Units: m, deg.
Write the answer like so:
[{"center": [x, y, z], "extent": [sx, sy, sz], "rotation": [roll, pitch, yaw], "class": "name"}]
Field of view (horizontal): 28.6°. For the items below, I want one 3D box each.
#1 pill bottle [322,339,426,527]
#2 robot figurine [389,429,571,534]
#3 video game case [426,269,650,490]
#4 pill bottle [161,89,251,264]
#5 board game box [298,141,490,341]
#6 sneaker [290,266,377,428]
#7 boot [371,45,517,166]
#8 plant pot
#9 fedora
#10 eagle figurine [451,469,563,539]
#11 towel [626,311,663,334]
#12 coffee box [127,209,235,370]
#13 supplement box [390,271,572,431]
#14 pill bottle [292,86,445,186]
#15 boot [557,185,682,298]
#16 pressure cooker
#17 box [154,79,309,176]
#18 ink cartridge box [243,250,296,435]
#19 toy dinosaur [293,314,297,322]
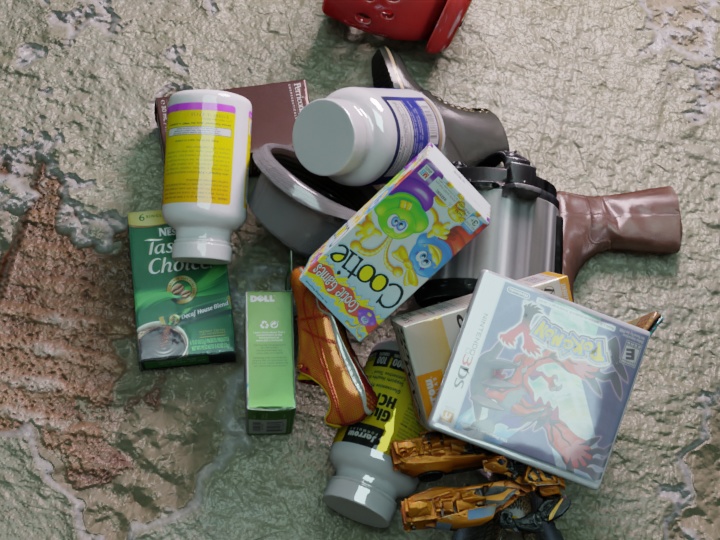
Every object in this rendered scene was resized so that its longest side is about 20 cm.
[{"center": [0.031, 0.192, 1.656], "extent": [0.112, 0.113, 0.201], "rotation": [21, 67, 4], "class": "pill bottle"}, {"center": [0.138, 0.224, 1.561], "extent": [0.199, 0.058, 0.146], "rotation": [-8, 61, -5], "class": "robot figurine"}, {"center": [0.194, 0.118, 1.531], "extent": [0.199, 0.023, 0.183], "rotation": [21, 83, -3], "class": "video game case"}, {"center": [-0.187, -0.111, 1.709], "extent": [0.104, 0.104, 0.201], "rotation": [3, 84, -3], "class": "pill bottle"}, {"center": [0.040, -0.033, 1.597], "extent": [0.200, 0.103, 0.105], "rotation": [-43, 97, 14], "class": "board game box"}, {"center": [-0.049, 0.086, 1.626], "extent": [0.077, 0.073, 0.201], "rotation": [-25, 66, 8], "class": "sneaker"}, {"center": [0.107, -0.214, 1.863], "extent": [0.138, 0.077, 0.201], "rotation": [-20, 83, -17], "class": "boot"}, {"center": [0.066, -0.395, 1.867], "extent": [0.182, 0.201, 0.201], "rotation": [27, 67, -2], "class": "plant pot"}, {"center": [-0.060, -0.075, 1.729], "extent": [0.177, 0.199, 0.091], "rotation": [45, 111, 37], "class": "fedora"}, {"center": [0.178, 0.297, 1.635], "extent": [0.151, 0.150, 0.201], "rotation": [5, 97, 40], "class": "eagle figurine"}, {"center": [0.271, 0.123, 1.663], "extent": [0.022, 0.200, 0.147], "rotation": [40, 69, -5], "class": "towel"}, {"center": [-0.222, 0.019, 1.745], "extent": [0.122, 0.044, 0.201], "rotation": [-4, 68, -6], "class": "coffee box"}, {"center": [0.147, 0.089, 1.587], "extent": [0.199, 0.074, 0.127], "rotation": [-17, 98, -9], "class": "supplement box"}, {"center": [0.008, -0.163, 1.723], "extent": [0.119, 0.200, 0.121], "rotation": [3, 97, 32], "class": "pill bottle"}, {"center": [0.330, -0.024, 1.805], "extent": [0.199, 0.064, 0.188], "rotation": [0, 69, -10], "class": "boot"}, {"center": [0.156, -0.045, 1.719], "extent": [0.175, 0.178, 0.201], "rotation": [-2, 74, 27], "class": "pressure cooker"}, {"center": [-0.160, -0.176, 1.818], "extent": [0.199, 0.075, 0.101], "rotation": [-9, 68, -10], "class": "box"}, {"center": [-0.111, 0.087, 1.693], "extent": [0.059, 0.104, 0.201], "rotation": [0, 67, -6], "class": "ink cartridge box"}, {"center": [0.000, 0.000, 1.771], "extent": [0.088, 0.048, 0.201], "rotation": [21, 65, 22], "class": "toy dinosaur"}]
